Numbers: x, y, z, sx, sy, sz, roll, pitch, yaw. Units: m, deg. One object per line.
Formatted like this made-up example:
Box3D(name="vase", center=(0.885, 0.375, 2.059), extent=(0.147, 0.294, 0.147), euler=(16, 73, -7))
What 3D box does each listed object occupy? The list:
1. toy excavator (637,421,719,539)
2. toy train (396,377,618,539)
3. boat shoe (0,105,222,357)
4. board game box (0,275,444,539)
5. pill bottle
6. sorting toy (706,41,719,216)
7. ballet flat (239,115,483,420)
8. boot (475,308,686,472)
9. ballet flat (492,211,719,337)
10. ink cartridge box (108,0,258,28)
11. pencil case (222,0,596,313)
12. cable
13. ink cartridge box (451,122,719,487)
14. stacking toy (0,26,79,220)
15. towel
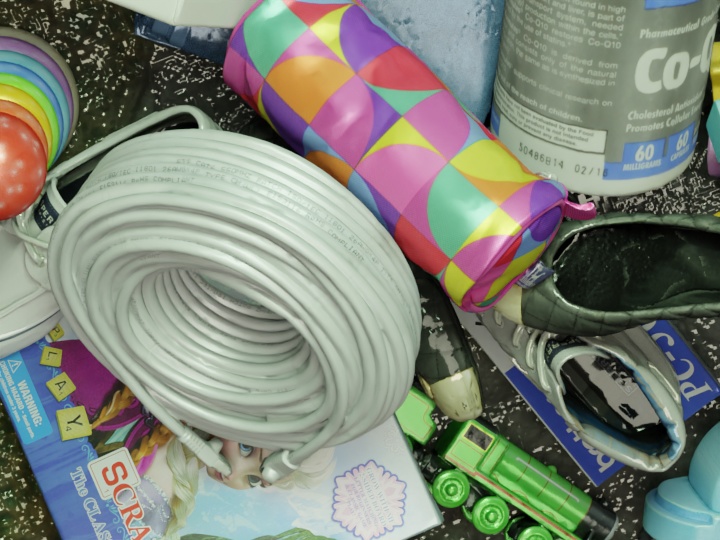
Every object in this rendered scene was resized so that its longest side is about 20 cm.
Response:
Box3D(name="toy excavator", center=(0.262, 0.106, 1.434), extent=(0.194, 0.100, 0.201), euler=(3, 104, -6))
Box3D(name="toy train", center=(0.066, 0.115, 1.451), extent=(0.200, 0.042, 0.056), euler=(34, 90, -12))
Box3D(name="boat shoe", center=(-0.162, -0.027, 1.365), extent=(0.200, 0.065, 0.074), euler=(-39, 70, -3))
Box3D(name="board game box", center=(-0.083, 0.090, 1.397), extent=(0.199, 0.041, 0.200), euler=(-25, 86, 2))
Box3D(name="pill bottle", center=(0.133, -0.150, 1.307), extent=(0.113, 0.114, 0.200), euler=(1, 124, -5))
Box3D(name="sorting toy", center=(0.230, -0.113, 1.348), extent=(0.107, 0.200, 0.181), euler=(-6, 102, 19))
Box3D(name="ballet flat", center=(0.000, 0.000, 1.351), extent=(0.057, 0.066, 0.200), euler=(-34, 86, -14))
Box3D(name="boot", center=(0.105, 0.025, 1.353), extent=(0.200, 0.096, 0.074), euler=(42, 101, -13))
Box3D(name="ballet flat", center=(0.152, -0.005, 1.276), extent=(0.199, 0.057, 0.067), euler=(-4, 73, 25))
Box3D(name="ink cartridge box", center=(-0.117, -0.204, 1.265), extent=(0.200, 0.129, 0.126), euler=(23, 102, 16))
Box3D(name="pencil case", center=(0.021, -0.066, 1.275), extent=(0.200, 0.088, 0.088), euler=(43, 99, 17))
Box3D(name="cable", center=(-0.061, 0.014, 1.282), extent=(0.200, 0.069, 0.200), euler=(43, 141, -22))
Box3D(name="ink cartridge box", center=(0.109, 0.017, 1.425), extent=(0.094, 0.044, 0.200), euler=(-37, 105, 7))
Box3D(name="stacking toy", center=(-0.191, -0.069, 1.294), extent=(0.085, 0.200, 0.086), euler=(-1, 105, -4))
Box3D(name="towel", center=(-0.015, -0.151, 1.367), extent=(0.199, 0.049, 0.112), euler=(17, 102, -8))
